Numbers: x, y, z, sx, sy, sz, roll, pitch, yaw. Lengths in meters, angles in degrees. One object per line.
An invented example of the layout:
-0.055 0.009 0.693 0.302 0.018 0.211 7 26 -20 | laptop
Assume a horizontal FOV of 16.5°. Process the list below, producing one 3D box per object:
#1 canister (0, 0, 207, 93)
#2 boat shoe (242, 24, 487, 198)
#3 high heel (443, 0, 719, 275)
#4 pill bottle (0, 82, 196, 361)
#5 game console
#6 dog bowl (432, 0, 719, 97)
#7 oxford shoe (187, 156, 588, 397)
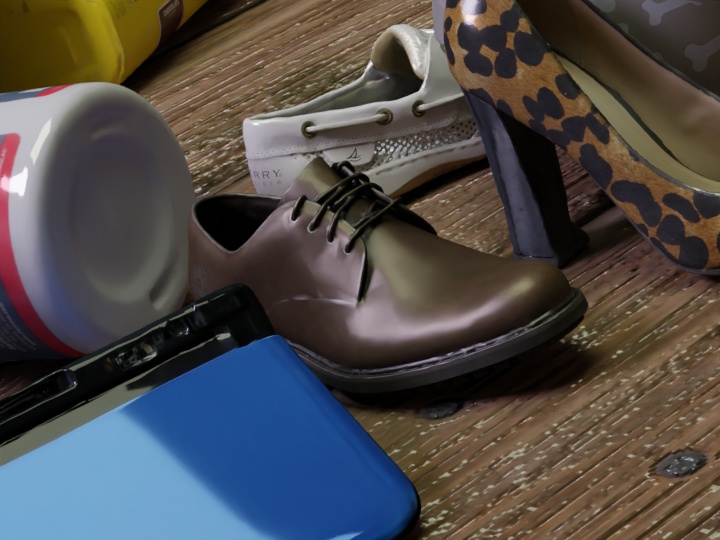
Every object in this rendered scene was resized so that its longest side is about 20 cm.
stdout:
-0.168 -0.175 1.545 0.148 0.087 0.200 -7 25 26 | canister
0.032 -0.085 1.186 0.200 0.069 0.071 -28 20 -29 | boat shoe
0.127 -0.073 0.980 0.200 0.143 0.071 -3 25 33 | high heel
-0.185 -0.017 1.120 0.200 0.120 0.120 -3 25 33 | pill bottle
-0.104 0.101 0.905 0.200 0.118 0.171 -26 -9 -22 | game console
0.123 -0.117 1.113 0.200 0.059 0.200 8 10 -1 | dog bowl
0.000 0.000 0.984 0.200 0.085 0.073 4 28 40 | oxford shoe
